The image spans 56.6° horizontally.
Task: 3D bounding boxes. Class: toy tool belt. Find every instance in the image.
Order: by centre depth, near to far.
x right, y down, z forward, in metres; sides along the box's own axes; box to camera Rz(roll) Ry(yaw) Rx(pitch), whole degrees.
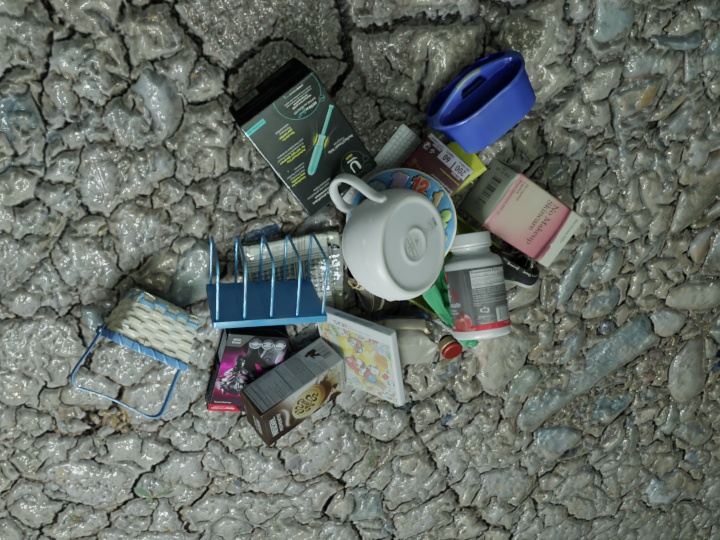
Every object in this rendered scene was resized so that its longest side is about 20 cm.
[{"bbox_3d":[0.105,0.131,1.398,0.200,0.123,0.125,-1,130,-25],"label":"toy tool belt"}]

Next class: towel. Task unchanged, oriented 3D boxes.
[{"bbox_3d":[0.137,-0.165,1.283,0.200,0.018,0.086,-37,94,6],"label":"towel"},{"bbox_3d":[-0.126,0.020,1.301,0.200,0.035,0.193,-11,119,-15],"label":"towel"}]

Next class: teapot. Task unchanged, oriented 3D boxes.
[{"bbox_3d":[0.036,-0.048,1.126,0.197,0.146,0.200,7,89,-45],"label":"teapot"}]

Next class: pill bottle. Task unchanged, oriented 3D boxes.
[{"bbox_3d":[0.222,0.028,1.286,0.111,0.111,0.200,-8,90,-16],"label":"pill bottle"}]

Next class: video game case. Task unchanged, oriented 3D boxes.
[{"bbox_3d":[-0.001,0.169,1.335,0.023,0.182,0.200,-47,141,-37],"label":"video game case"}]

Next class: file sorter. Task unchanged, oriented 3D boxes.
[{"bbox_3d":[-0.167,0.011,1.187,0.200,0.139,0.123,-3,117,-17],"label":"file sorter"}]

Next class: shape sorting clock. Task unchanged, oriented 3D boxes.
[{"bbox_3d":[0.073,-0.085,1.207,0.200,0.039,0.200,0,98,3],"label":"shape sorting clock"}]

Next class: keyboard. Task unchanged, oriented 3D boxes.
[{"bbox_3d":[0.036,-0.183,1.270,0.056,0.011,0.200,34,100,-30],"label":"keyboard"}]

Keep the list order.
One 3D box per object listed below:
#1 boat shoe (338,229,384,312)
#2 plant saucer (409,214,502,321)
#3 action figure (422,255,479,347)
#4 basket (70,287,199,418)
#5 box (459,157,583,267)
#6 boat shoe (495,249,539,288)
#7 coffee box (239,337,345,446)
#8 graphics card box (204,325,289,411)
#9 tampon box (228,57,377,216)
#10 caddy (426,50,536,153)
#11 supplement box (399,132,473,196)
[{"bbox_3d":[0.000,0.000,1.304,0.060,0.072,0.200,-32,127,-34],"label":"boat shoe"},{"bbox_3d":[0.158,-0.020,1.376,0.200,0.048,0.200,31,102,-30],"label":"plant saucer"},{"bbox_3d":[0.190,0.084,1.363,0.118,0.055,0.200,-49,118,-32],"label":"action figure"},{"bbox_3d":[-0.390,0.147,1.196,0.176,0.139,0.200,35,70,-30],"label":"basket"},{"bbox_3d":[0.325,-0.116,1.351,0.200,0.109,0.128,27,104,-29],"label":"box"},{"bbox_3d":[0.326,-0.010,1.398,0.200,0.074,0.060,6,127,-46],"label":"boat shoe"},{"bbox_3d":[-0.131,0.241,1.334,0.200,0.080,0.113,-33,143,-25],"label":"coffee box"},{"bbox_3d":[-0.227,0.195,1.333,0.125,0.051,0.200,8,118,-24],"label":"graphics card box"},{"bbox_3d":[-0.097,-0.225,1.132,0.150,0.126,0.200,-37,123,2],"label":"tampon box"},{"bbox_3d":[0.212,-0.308,1.194,0.200,0.141,0.105,-41,125,2],"label":"caddy"},{"bbox_3d":[0.103,-0.145,1.248,0.109,0.061,0.200,41,98,-3],"label":"supplement box"}]
